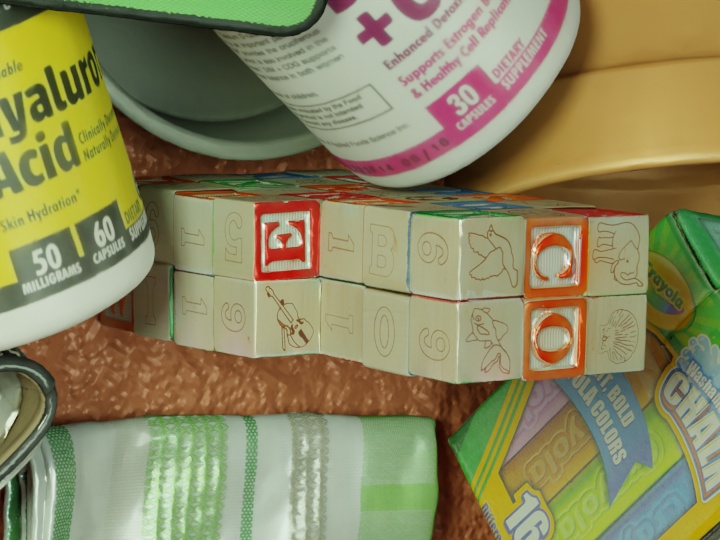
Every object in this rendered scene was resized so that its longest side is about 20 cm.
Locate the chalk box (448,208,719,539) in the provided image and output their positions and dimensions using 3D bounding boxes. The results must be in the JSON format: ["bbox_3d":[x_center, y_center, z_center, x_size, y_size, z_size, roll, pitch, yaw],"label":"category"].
[{"bbox_3d":[0.156,0.060,1.125,0.124,0.124,0.200,11,132,-43],"label":"chalk box"}]

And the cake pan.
[{"bbox_3d":[-0.049,-0.144,1.083,0.200,0.037,0.201,-5,98,-34],"label":"cake pan"}]

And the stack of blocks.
[{"bbox_3d":[0.000,0.000,1.035,0.115,0.200,0.059,-3,98,-35],"label":"stack of blocks"}]

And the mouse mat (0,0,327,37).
[{"bbox_3d":[-0.093,-0.164,0.909,0.199,0.008,0.161,5,104,-20],"label":"mouse mat"}]

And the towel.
[{"bbox_3d":[-0.052,0.132,1.118,0.200,0.031,0.150,0,96,-35],"label":"towel"}]

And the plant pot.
[{"bbox_3d":[0.130,-0.088,1.131,0.200,0.200,0.140,5,77,-35],"label":"plant pot"}]

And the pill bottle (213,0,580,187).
[{"bbox_3d":[-0.020,-0.133,1.013,0.200,0.113,0.113,44,71,-29],"label":"pill bottle"}]

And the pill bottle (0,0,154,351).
[{"bbox_3d":[-0.151,-0.078,0.977,0.111,0.111,0.201,-26,109,-29],"label":"pill bottle"}]

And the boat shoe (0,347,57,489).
[{"bbox_3d":[-0.196,0.088,0.996,0.200,0.060,0.074,-32,113,-27],"label":"boat shoe"}]
